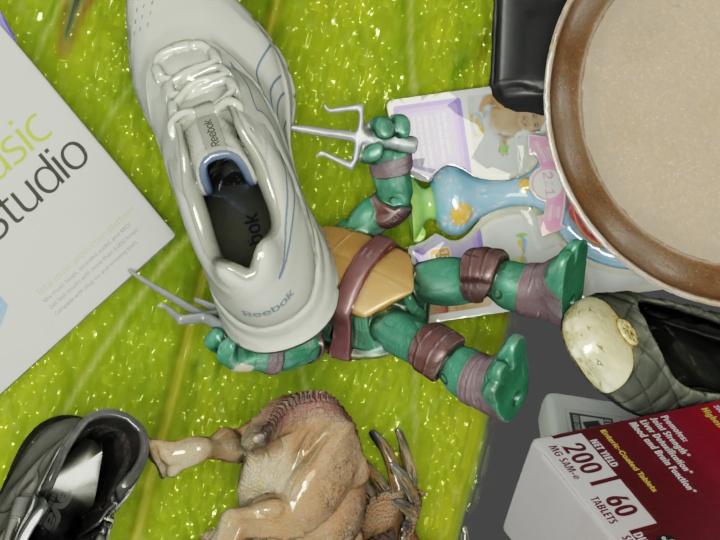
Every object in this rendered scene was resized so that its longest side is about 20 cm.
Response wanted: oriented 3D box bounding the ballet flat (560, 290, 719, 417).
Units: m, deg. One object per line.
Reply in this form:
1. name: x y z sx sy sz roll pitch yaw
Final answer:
1. ballet flat: 0.167 0.038 1.459 0.200 0.057 0.067 10 57 -47

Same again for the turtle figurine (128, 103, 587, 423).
1. turtle figurine: 0.000 0.000 1.443 0.199 0.101 0.150 19 74 21

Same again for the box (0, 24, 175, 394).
1. box: -0.204 -0.044 1.428 0.144 0.036 0.200 -43 107 -10

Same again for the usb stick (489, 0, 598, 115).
1. usb stick: 0.094 -0.172 1.488 0.055 0.033 0.201 3 72 0

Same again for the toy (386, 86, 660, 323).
1. toy: 0.118 -0.046 1.484 0.199 0.047 0.116 -9 81 2

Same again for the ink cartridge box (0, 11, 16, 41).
1. ink cartridge box: -0.294 -0.152 1.432 0.198 0.043 0.200 -30 95 -11

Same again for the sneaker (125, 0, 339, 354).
1. sneaker: -0.062 -0.064 1.382 0.074 0.087 0.200 -23 68 2

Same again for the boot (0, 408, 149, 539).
1. boot: -0.163 0.155 1.400 0.070 0.132 0.201 19 84 -10

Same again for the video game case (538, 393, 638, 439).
1. video game case: 0.184 0.142 1.452 0.182 0.200 0.023 8 127 -10

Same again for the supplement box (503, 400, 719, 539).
1. supplement box: 0.181 0.117 1.414 0.199 0.109 0.061 -10 133 -32

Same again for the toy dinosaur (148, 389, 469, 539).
1. toy dinosaur: -0.021 0.104 1.425 0.135 0.200 0.086 -26 51 -13

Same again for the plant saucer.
1. plant saucer: 0.186 -0.083 1.433 0.199 0.034 0.201 0 94 -1
